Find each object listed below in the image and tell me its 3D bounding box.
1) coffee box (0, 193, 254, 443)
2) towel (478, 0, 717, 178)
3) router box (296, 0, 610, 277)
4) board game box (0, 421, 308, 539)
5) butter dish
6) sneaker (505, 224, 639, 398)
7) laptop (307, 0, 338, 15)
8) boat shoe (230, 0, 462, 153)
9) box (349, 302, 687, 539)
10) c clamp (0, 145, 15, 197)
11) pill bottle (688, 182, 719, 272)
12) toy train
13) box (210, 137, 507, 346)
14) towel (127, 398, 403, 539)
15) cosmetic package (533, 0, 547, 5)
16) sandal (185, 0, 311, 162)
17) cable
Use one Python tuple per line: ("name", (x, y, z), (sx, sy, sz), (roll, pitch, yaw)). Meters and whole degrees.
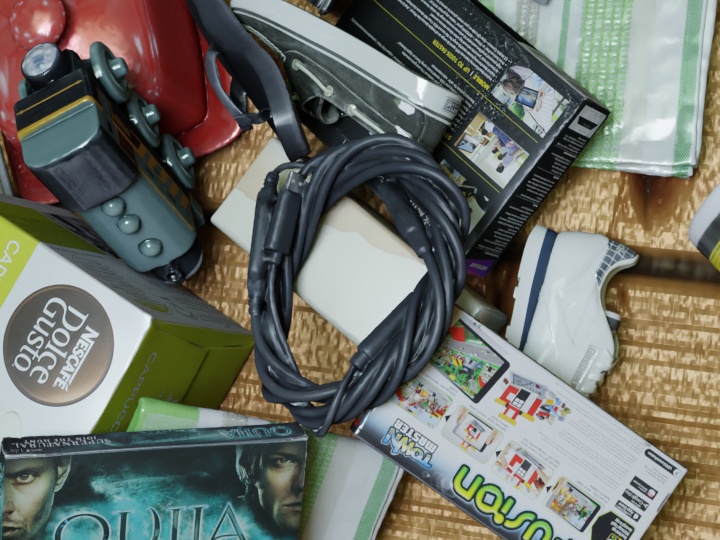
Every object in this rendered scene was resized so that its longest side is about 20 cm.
("coffee box", (-0.229, 0.077, 1.206), (0.197, 0.200, 0.200), (32, 94, 17))
("towel", (0.152, -0.147, 1.214), (0.199, 0.031, 0.150), (6, 83, 19))
("router box", (0.056, -0.116, 1.197), (0.200, 0.051, 0.149), (45, 105, 27))
("board game box", (-0.136, 0.168, 1.099), (0.199, 0.028, 0.136), (-2, 112, -20))
("butter dish", (-0.212, -0.171, 1.258), (0.198, 0.148, 0.201), (-17, 80, 15))
("sneaker", (0.136, 0.071, 1.170), (0.080, 0.076, 0.201), (12, 89, 7))
("laptop", (-0.022, -0.294, 1.214), (0.115, 0.200, 0.188), (31, 98, -6))
("boat shoe", (-0.023, -0.137, 1.174), (0.200, 0.071, 0.064), (33, 98, 29))
("box", (0.104, 0.118, 1.120), (0.199, 0.035, 0.110), (36, 90, -5))
("c clamp", (-0.343, -0.073, 1.298), (0.170, 0.027, 0.201), (1, 109, 23))
("pill bottle", (0.320, 0.007, 1.098), (0.114, 0.114, 0.200), (-45, 74, 7))
("toy train", (-0.172, -0.071, 1.182), (0.085, 0.200, 0.114), (-24, 50, 10))
("box", (0.000, 0.000, 1.205), (0.200, 0.095, 0.078), (39, 95, 15))
("towel", (-0.082, 0.168, 1.161), (0.199, 0.031, 0.150), (15, 105, -25))
("cosmetic package", (0.130, -0.305, 1.194), (0.107, 0.085, 0.201), (29, 88, 26))
("sandal", (-0.086, -0.133, 1.182), (0.043, 0.076, 0.200), (-29, 43, -7))
("cable", (-0.003, 0.012, 1.116), (0.162, 0.051, 0.201), (-2, 73, 28))
